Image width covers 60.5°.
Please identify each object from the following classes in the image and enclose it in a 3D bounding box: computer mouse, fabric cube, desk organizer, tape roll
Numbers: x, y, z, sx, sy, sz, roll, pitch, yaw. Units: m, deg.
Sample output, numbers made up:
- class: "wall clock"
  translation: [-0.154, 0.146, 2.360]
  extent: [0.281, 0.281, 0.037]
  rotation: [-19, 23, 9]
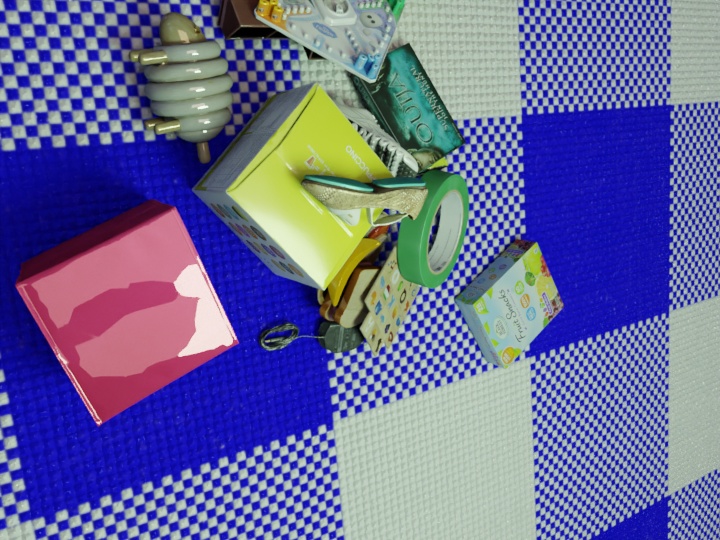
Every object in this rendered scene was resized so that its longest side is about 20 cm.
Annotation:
- class: "computer mouse"
  translation: [-0.080, 0.110, 1.064]
  extent: [0.195, 0.034, 0.060]
  rotation: [1, 112, -25]
- class: "fabric cube"
  translation: [-0.310, 0.042, 0.822]
  extent: [0.197, 0.199, 0.200]
  rotation: [-31, 111, -20]
- class: "desk organizer"
  translation: [-0.109, -0.373, 0.939]
  extent: [0.195, 0.072, 0.079]
  rotation: [-11, 66, -28]
- class: "tape roll"
  translation: [0.132, -0.073, 1.094]
  extent: [0.199, 0.047, 0.206]
  rotation: [-35, 133, -48]

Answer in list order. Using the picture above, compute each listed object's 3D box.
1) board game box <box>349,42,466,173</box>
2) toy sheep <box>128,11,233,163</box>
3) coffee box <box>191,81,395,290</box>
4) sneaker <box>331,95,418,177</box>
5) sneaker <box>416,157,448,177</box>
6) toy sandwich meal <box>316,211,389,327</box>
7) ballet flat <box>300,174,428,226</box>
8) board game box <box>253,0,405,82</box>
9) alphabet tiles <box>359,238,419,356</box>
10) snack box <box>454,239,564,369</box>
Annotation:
- class: "board game box"
  translation: [0.084, -0.276, 1.063]
  extent: [0.134, 0.028, 0.203]
  rotation: [-33, 93, -29]
- class: "toy sheep"
  translation: [-0.242, -0.252, 0.866]
  extent: [0.135, 0.137, 0.205]
  rotation: [-18, 120, -26]
- class: "coffee box"
  translation: [-0.098, -0.124, 0.922]
  extent: [0.200, 0.196, 0.202]
  rotation: [45, 75, -26]
- class: "sneaker"
  translation: [0.014, -0.219, 1.011]
  extent: [0.197, 0.076, 0.082]
  rotation: [32, 54, 2]
- class: "sneaker"
  translation: [0.061, -0.200, 1.089]
  extent: [0.196, 0.073, 0.083]
  rotation: [-15, 87, -29]
- class: "toy sandwich meal"
  translation: [0.000, 0.000, 1.019]
  extent: [0.205, 0.070, 0.207]
  rotation: [-46, 160, -22]
- class: "ballet flat"
  translation: [0.008, -0.092, 0.840]
  extent: [0.195, 0.070, 0.067]
  rotation: [-1, 111, -28]
- class: "board game box"
  translation: [-0.036, -0.400, 0.929]
  extent: [0.196, 0.026, 0.204]
  rotation: [26, 57, -10]
- class: "alphabet tiles"
  translation: [0.059, 0.042, 1.086]
  extent: [0.203, 0.006, 0.168]
  rotation: [-60, 151, -22]
- class: "snack box"
  translation: [0.307, 0.067, 1.258]
  extent: [0.199, 0.067, 0.171]
  rotation: [-40, 115, -18]
